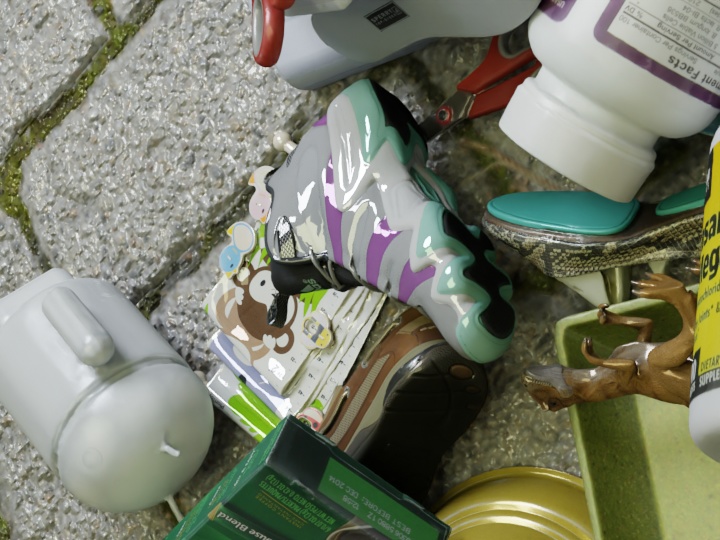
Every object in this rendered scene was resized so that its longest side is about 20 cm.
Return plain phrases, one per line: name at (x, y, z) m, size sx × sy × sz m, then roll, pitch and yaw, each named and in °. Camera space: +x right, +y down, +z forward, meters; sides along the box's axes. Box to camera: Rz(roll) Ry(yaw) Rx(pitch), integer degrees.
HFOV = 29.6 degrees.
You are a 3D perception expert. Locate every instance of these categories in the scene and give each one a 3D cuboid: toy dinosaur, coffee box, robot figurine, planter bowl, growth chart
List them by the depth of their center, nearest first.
toy dinosaur at (0.181, 0.051, 0.696) m, size 0.199 × 0.060 × 0.107 m, roll 9°, pitch 117°, yaw 35°
planter bowl at (0.084, 0.218, 0.784) m, size 0.199 × 0.083 × 0.202 m, roll -1°, pitch 88°, yaw 32°
coffee box at (-0.049, 0.179, 0.825) m, size 0.123 × 0.044 × 0.200 m, roll 36°, pitch 133°, yaw -9°
growth chart at (-0.047, 0.021, 0.907) m, size 0.144 × 0.018 × 0.201 m, roll 29°, pitch 104°, yaw 30°
robot figurine at (-0.175, 0.083, 0.921) m, size 0.113 × 0.170 × 0.200 m, roll -35°, pitch 55°, yaw -18°

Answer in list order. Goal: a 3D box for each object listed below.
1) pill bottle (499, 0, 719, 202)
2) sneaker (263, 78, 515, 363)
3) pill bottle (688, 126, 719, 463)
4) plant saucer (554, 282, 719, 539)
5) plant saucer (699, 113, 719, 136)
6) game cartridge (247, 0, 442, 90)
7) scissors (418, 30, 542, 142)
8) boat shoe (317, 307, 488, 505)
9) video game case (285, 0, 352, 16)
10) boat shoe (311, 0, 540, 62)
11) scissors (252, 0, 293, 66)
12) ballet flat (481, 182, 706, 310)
pill bottle at (0.155, -0.140, 0.697) m, size 0.112 × 0.112 × 0.201 m, roll 39°, pitch 109°, yaw 26°
sneaker at (0.000, 0.000, 0.797) m, size 0.140 × 0.078 × 0.201 m, roll -39°, pitch 52°, yaw 18°
pill bottle at (0.213, -0.012, 0.621) m, size 0.112 × 0.112 × 0.201 m, roll -3°, pitch 66°, yaw 32°
plant saucer at (0.217, 0.102, 0.718) m, size 0.199 × 0.048 × 0.201 m, roll -17°, pitch 77°, yaw 31°
plant saucer at (0.222, -0.170, 0.736) m, size 0.199 × 0.027 × 0.202 m, roll 0°, pitch 90°, yaw 33°
game cartridge at (-0.022, -0.227, 0.885) m, size 0.132 × 0.041 × 0.202 m, roll -17°, pitch 80°, yaw 35°
scissors at (0.060, -0.106, 0.824) m, size 0.199 × 0.014 × 0.074 m, roll -18°, pitch 82°, yaw 36°
boat shoe at (0.011, 0.103, 0.846) m, size 0.200 × 0.075 × 0.074 m, roll -54°, pitch 32°, yaw 29°
video game case at (0.030, -0.226, 0.767) m, size 0.018 × 0.143 × 0.200 m, roll 40°, pitch 87°, yaw -18°
boat shoe at (0.039, -0.165, 0.750) m, size 0.200 × 0.069 × 0.057 m, roll -3°, pitch 52°, yaw 58°
scissors at (-0.060, -0.189, 0.800) m, size 0.201 × 0.014 × 0.074 m, roll -106°, pitch 23°, yaw -53°
ballet flat at (0.163, -0.013, 0.755) m, size 0.199 × 0.068 × 0.076 m, roll -6°, pitch 109°, yaw 30°
